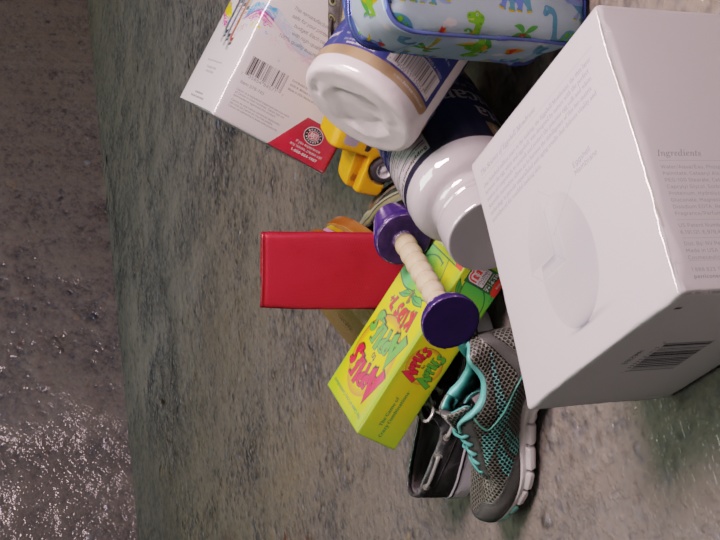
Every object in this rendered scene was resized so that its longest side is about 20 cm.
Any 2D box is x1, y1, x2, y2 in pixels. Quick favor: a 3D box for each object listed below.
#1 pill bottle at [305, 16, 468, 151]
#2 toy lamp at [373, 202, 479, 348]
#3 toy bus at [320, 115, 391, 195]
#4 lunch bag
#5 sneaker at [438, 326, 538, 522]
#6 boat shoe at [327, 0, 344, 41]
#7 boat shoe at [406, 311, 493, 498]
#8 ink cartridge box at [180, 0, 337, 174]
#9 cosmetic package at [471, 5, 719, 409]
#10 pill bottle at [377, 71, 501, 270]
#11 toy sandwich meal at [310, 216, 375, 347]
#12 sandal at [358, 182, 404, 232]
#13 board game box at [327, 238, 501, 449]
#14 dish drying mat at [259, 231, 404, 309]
[{"bbox_3d":[0.048,-0.212,1.033,0.200,0.111,0.111,-56,11,-20],"label":"pill bottle"},{"bbox_3d":[0.053,-0.005,1.071,0.200,0.058,0.058,-119,35,-58],"label":"toy lamp"},{"bbox_3d":[0.018,-0.179,1.196,0.065,0.078,0.200,-116,43,-57],"label":"toy bus"},{"bbox_3d":[0.084,-0.251,0.945,0.082,0.200,0.161,-7,86,62],"label":"lunch bag"},{"bbox_3d":[0.109,0.133,1.047,0.078,0.091,0.200,-131,45,-61],"label":"sneaker"},{"bbox_3d":[-0.007,-0.271,1.088,0.065,0.073,0.201,13,113,29],"label":"boat shoe"},{"bbox_3d":[0.081,0.129,1.147,0.074,0.068,0.200,-129,45,-58],"label":"boat shoe"},{"bbox_3d":[-0.074,-0.233,1.278,0.200,0.145,0.145,-61,26,3],"label":"ink cartridge box"},{"bbox_3d":[0.184,-0.036,0.798,0.199,0.123,0.200,127,136,-58],"label":"cosmetic package"},{"bbox_3d":[0.084,-0.095,1.074,0.200,0.111,0.111,-113,30,-44],"label":"pill bottle"},{"bbox_3d":[0.007,0.030,1.289,0.205,0.070,0.205,47,168,13],"label":"toy sandwich meal"},{"bbox_3d":[0.042,-0.066,1.240,0.201,0.080,0.057,156,125,-68],"label":"sandal"},{"bbox_3d":[0.052,0.058,1.130,0.200,0.048,0.102,-57,27,9],"label":"board game box"},{"bbox_3d":[0.000,0.000,1.176,0.018,0.199,0.077,-137,48,-77],"label":"dish drying mat"}]
